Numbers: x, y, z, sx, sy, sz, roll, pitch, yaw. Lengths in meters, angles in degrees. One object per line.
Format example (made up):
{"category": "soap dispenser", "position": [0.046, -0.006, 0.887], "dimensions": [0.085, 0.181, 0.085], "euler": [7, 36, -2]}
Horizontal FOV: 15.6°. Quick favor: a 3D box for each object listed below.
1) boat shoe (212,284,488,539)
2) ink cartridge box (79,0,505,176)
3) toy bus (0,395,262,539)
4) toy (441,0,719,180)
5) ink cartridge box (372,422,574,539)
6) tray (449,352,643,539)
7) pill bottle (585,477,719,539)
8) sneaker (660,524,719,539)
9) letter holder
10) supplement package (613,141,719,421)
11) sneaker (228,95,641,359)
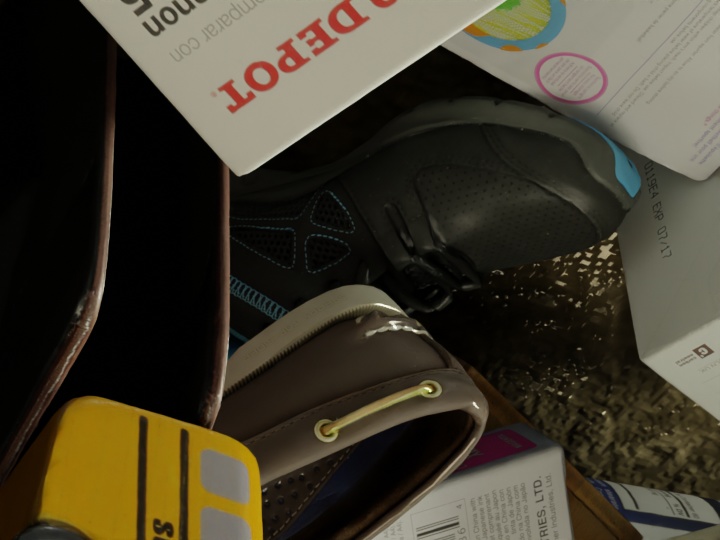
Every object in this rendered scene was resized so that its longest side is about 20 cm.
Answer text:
{"category": "boat shoe", "position": [-0.050, 0.084, 0.792], "dimensions": [0.200, 0.059, 0.072], "euler": [-37, 136, -14]}
{"category": "ink cartridge box", "position": [-0.034, -0.145, 0.672], "dimensions": [0.146, 0.083, 0.200], "euler": [-31, 108, 36]}
{"category": "toy bus", "position": [-0.066, 0.129, 0.645], "dimensions": [0.078, 0.201, 0.065], "euler": [20, 132, -24]}
{"category": "toy", "position": [0.053, -0.114, 0.793], "dimensions": [0.199, 0.047, 0.115], "euler": [24, 139, -16]}
{"category": "ink cartridge box", "position": [-0.018, 0.135, 0.878], "dimensions": [0.199, 0.042, 0.120], "euler": [-16, 108, -21]}
{"category": "tray", "position": [0.000, 0.136, 0.927], "dimensions": [0.099, 0.037, 0.200], "euler": [44, 82, -24]}
{"category": "pill bottle", "position": [0.102, 0.141, 1.040], "dimensions": [0.199, 0.111, 0.111], "euler": [11, 136, -16]}
{"category": "sneaker", "position": [0.117, 0.131, 0.916], "dimensions": [0.080, 0.071, 0.200], "euler": [19, 133, -18]}
{"category": "letter holder", "position": [-0.087, -0.044, 0.753], "dimensions": [0.100, 0.201, 0.142], "euler": [15, 134, -20]}
{"category": "supplement package", "position": [0.188, 0.009, 0.901], "dimensions": [0.109, 0.114, 0.200], "euler": [-31, 134, 27]}
{"category": "sneaker", "position": [0.000, 0.000, 0.869], "dimensions": [0.199, 0.082, 0.073], "euler": [-11, 142, 29]}
